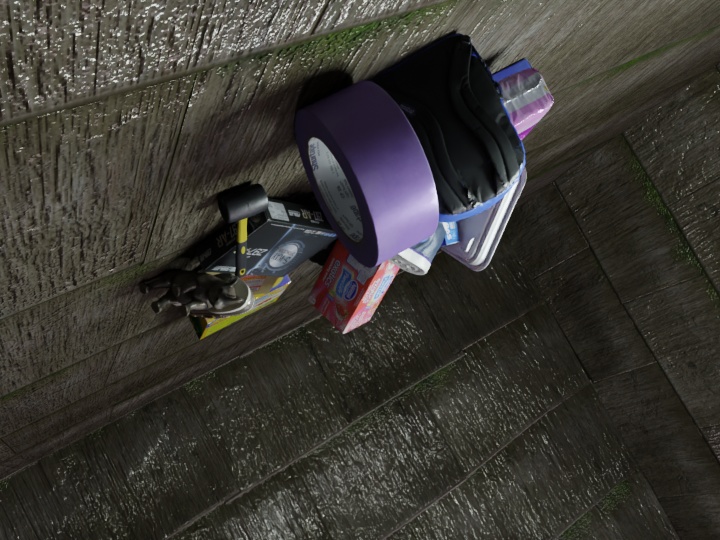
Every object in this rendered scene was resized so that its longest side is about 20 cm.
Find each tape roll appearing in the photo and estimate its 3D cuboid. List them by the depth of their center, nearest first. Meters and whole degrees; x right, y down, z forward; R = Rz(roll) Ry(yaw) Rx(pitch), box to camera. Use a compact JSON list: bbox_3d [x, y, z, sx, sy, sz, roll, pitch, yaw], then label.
[{"bbox_3d":[0.004,-0.111,0.821,0.084,0.202,0.200,-28,174,-14],"label":"tape roll"}]

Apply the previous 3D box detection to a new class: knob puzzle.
[{"bbox_3d":[-0.240,0.007,1.307,0.216,0.031,0.220,-12,163,-4],"label":"knob puzzle"}]

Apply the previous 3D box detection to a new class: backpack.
[{"bbox_3d":[0.118,-0.168,0.899,0.161,0.202,0.168,-30,174,4],"label":"backpack"}]

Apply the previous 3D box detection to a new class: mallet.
[{"bbox_3d":[-0.164,-0.054,1.018,0.065,0.041,0.201,-26,156,-17],"label":"mallet"}]

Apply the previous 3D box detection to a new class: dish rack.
[{"bbox_3d":[0.194,-0.117,1.236,0.043,0.171,0.202,11,107,-36],"label":"dish rack"}]

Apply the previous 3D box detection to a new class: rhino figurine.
[{"bbox_3d":[-0.258,0.034,1.111,0.198,0.061,0.087,5,-159,37],"label":"rhino figurine"}]

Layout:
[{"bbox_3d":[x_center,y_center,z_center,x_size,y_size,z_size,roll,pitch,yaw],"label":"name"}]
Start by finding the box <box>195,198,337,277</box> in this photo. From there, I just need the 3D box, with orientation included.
[{"bbox_3d":[-0.145,-0.050,1.149,0.159,0.044,0.199,-33,160,27],"label":"box"}]

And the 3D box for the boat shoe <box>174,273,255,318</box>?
[{"bbox_3d":[-0.246,0.049,1.188,0.198,0.073,0.060,1,149,38],"label":"boat shoe"}]

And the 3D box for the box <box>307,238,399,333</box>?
[{"bbox_3d":[0.000,0.000,1.251,0.095,0.099,0.201,-19,144,-53],"label":"box"}]

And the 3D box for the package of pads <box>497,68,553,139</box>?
[{"bbox_3d":[0.201,-0.217,1.076,0.119,0.076,0.200,-27,170,-19],"label":"package of pads"}]

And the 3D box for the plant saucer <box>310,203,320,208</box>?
[{"bbox_3d":[-0.113,-0.076,1.314,0.198,0.036,0.200,-30,174,-4],"label":"plant saucer"}]

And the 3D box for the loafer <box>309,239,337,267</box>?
[{"bbox_3d":[-0.069,-0.040,1.321,0.070,0.069,0.201,-24,171,1],"label":"loafer"}]

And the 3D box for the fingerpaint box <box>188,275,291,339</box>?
[{"bbox_3d":[-0.264,0.057,1.494,0.198,0.074,0.167,-28,174,-23],"label":"fingerpaint box"}]

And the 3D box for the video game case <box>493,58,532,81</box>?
[{"bbox_3d":[0.182,-0.259,1.182,0.198,0.046,0.181,-29,172,-11],"label":"video game case"}]

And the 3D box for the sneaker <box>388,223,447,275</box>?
[{"bbox_3d":[0.061,-0.099,1.116,0.080,0.199,0.148,0,-118,54],"label":"sneaker"}]

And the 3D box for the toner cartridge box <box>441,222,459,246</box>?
[{"bbox_3d":[0.083,-0.077,1.265,0.043,0.097,0.198,-14,-178,-44],"label":"toner cartridge box"}]
